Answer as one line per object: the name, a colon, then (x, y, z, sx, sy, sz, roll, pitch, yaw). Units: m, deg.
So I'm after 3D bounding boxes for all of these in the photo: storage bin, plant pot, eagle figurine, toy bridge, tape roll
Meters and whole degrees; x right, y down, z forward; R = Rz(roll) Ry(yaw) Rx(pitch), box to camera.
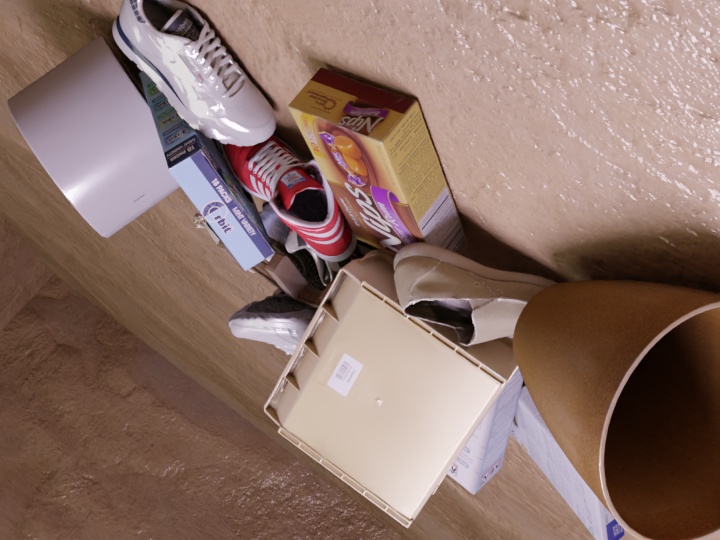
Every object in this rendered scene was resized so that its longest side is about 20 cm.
storage bin: (0.031, 0.117, 0.993, 0.197, 0.201, 0.094, 34, -156, 9)
plant pot: (0.209, 0.083, 0.774, 0.187, 0.186, 0.200, 49, 174, -28)
eagle figurine: (-0.064, -0.004, 1.226, 0.150, 0.151, 0.203, -17, 94, 23)
toy bridge: (-0.085, 0.008, 1.120, 0.199, 0.027, 0.067, 25, 162, 38)
tape roll: (-0.311, -0.161, 1.183, 0.204, 0.138, 0.203, 56, 176, 5)

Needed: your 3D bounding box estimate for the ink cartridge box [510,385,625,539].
ink cartridge box: (0.243, 0.219, 1.184, 0.201, 0.043, 0.197, 53, 173, 36)

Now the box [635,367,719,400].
box: (0.314, 0.130, 0.865, 0.143, 0.036, 0.199, 50, 161, -28)

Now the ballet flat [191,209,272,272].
ballet flat: (-0.157, -0.036, 1.389, 0.199, 0.064, 0.076, 36, 161, 13)

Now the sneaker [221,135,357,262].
sneaker: (-0.084, -0.100, 1.022, 0.200, 0.071, 0.113, 44, 175, 17)

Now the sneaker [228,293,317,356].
sneaker: (-0.059, 0.086, 1.152, 0.197, 0.101, 0.078, 3, -160, 5)

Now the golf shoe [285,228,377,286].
golf shoe: (0.000, 0.000, 1.116, 0.200, 0.088, 0.077, 43, 161, -13)

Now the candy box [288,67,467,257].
candy box: (0.021, -0.087, 0.911, 0.116, 0.057, 0.201, 27, 157, 34)

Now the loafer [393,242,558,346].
loafer: (0.120, 0.039, 0.906, 0.197, 0.069, 0.076, 17, 151, 0)

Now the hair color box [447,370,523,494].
hair color box: (0.127, 0.159, 1.150, 0.098, 0.060, 0.202, 33, 136, 29)

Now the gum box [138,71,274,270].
gum box: (-0.176, -0.123, 1.106, 0.171, 0.044, 0.201, 58, -177, -45)

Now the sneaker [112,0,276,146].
sneaker: (-0.162, -0.207, 0.986, 0.199, 0.077, 0.080, 39, 145, -11)
